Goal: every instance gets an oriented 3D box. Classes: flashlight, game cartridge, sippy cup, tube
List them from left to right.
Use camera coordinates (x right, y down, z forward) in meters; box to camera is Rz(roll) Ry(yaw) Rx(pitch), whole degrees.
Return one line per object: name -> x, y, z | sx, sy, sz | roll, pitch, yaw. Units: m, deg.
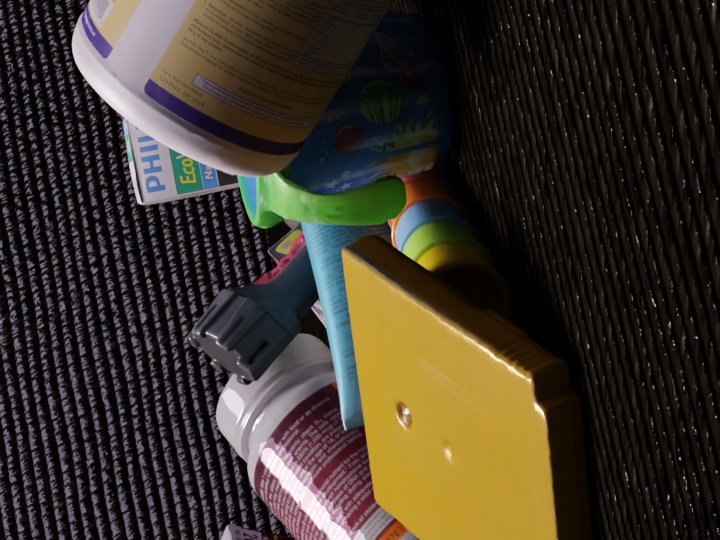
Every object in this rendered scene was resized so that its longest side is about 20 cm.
flashlight -> -0.037, -0.016, 1.547 | 0.068, 0.200, 0.068 | 43, 161, -4
sippy cup -> -0.014, -0.104, 1.431 | 0.140, 0.129, 0.179 | 115, 146, -76
tube -> 0.000, 0.000, 1.477 | 0.050, 0.077, 0.201 | 59, -167, -66
game cartridge -> 0.061, 0.093, 1.264 | 0.200, 0.032, 0.178 | 34, 139, 50

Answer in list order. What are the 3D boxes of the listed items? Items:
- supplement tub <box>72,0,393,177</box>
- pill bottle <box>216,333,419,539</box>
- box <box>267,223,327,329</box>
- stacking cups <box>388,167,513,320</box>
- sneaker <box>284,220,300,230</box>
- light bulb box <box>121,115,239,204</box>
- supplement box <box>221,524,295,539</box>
supplement tub -> -0.053, -0.169, 1.264 | 0.201, 0.145, 0.146 | -56, 24, 19
pill bottle -> -0.005, 0.141, 1.567 | 0.200, 0.114, 0.115 | 46, 156, 32
box -> 0.007, 0.042, 1.595 | 0.110, 0.035, 0.200 | 53, 175, -26
stacking cups -> 0.047, -0.020, 1.400 | 0.200, 0.060, 0.061 | -105, 6, -64
sneaker -> -0.041, -0.110, 1.680 | 0.114, 0.076, 0.200 | 44, 152, 3
light bulb box -> -0.102, -0.134, 1.945 | 0.198, 0.198, 0.126 | -166, 65, -84
supplement box -> -0.009, 0.261, 1.731 | 0.109, 0.198, 0.061 | -111, 38, -61
